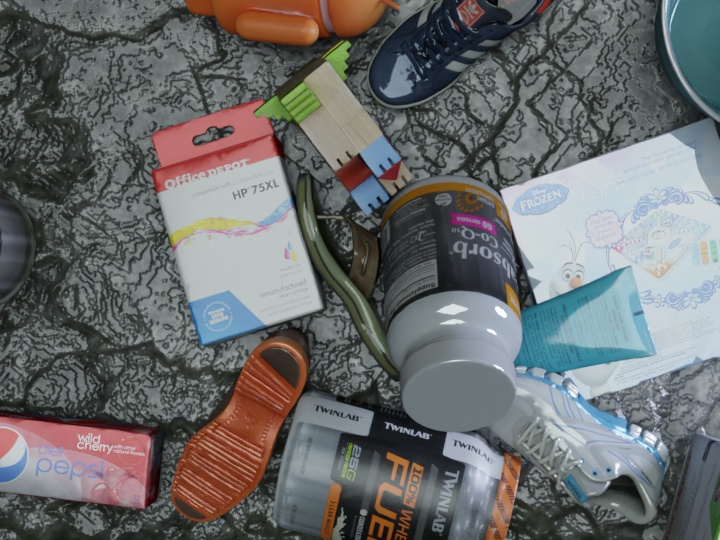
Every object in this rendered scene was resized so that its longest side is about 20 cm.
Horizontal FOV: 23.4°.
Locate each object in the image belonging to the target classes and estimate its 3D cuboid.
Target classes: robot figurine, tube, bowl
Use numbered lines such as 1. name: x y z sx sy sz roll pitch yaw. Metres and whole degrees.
1. robot figurine: -0.057 -0.262 1.505 0.198 0.144 0.118 4 106 12
2. tube: 0.151 0.062 1.493 0.199 0.050 0.078 -18 92 23
3. bowl: 0.332 -0.206 1.482 0.199 0.105 0.203 1 88 -12

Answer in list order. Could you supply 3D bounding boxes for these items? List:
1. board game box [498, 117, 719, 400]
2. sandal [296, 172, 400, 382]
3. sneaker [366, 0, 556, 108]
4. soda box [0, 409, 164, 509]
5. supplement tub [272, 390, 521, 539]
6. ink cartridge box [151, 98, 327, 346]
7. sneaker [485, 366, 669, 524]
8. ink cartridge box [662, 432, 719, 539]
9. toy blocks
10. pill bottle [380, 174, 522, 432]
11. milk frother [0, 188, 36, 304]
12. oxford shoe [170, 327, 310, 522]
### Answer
1. board game box: 0.245 -0.008 1.525 0.198 0.043 0.201 -18 88 3
2. sandal: 0.000 0.001 1.524 0.057 0.080 0.202 -29 97 7
3. sneaker: 0.088 -0.217 1.518 0.199 0.085 0.075 -38 87 2
4. soda box: -0.278 0.165 1.539 0.198 0.063 0.071 6 89 4
5. supplement tub: 0.032 0.183 1.493 0.198 0.123 0.124 13 89 3
6. ink cartridge box: -0.111 -0.045 1.533 0.115 0.067 0.202 -17 87 2
7. sneaker: 0.178 0.153 1.475 0.199 0.087 0.075 25 128 -11
8. ink cartridge box: 0.312 0.222 1.440 0.083 0.200 0.147 16 90 1
9. toy blocks: -0.011 -0.111 1.477 0.100 0.200 0.137 -38 99 1
10. pill bottle: 0.076 0.027 1.452 0.115 0.117 0.201 -5 48 3
11. milk frother: -0.407 -0.019 1.487 0.199 0.188 0.181 32 90 3
12. oxford shoe: -0.099 0.137 1.533 0.071 0.073 0.201 35 109 -2
